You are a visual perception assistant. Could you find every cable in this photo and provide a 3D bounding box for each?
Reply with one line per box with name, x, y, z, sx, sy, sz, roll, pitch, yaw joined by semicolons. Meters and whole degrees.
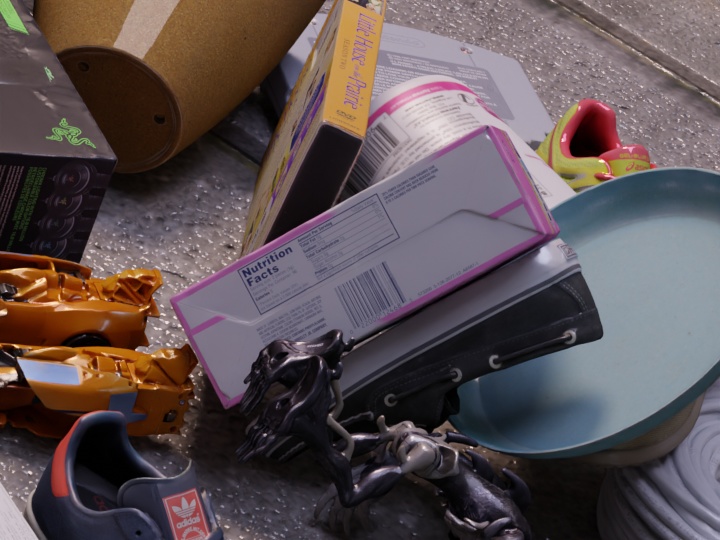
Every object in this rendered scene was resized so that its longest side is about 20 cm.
cable;0.227;0.140;1.532;0.199;0.070;0.200;15;30;-10

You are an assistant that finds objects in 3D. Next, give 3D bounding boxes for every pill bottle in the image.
pill bottle;0.076;-0.015;1.636;0.113;0.114;0.200;-5;40;-39

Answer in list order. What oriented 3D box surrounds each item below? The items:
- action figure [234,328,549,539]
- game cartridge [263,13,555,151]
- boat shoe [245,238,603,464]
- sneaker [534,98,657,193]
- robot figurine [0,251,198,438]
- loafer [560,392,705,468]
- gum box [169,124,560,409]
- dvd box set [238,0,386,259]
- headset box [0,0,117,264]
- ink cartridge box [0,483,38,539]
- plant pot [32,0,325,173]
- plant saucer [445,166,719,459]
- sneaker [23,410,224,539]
action figure;0.019;0.118;1.401;0.200;0.102;0.119;41;13;-23
game cartridge;0.027;-0.117;1.851;0.199;0.041;0.134;9;36;-23
boat shoe;0.033;0.054;1.452;0.057;0.199;0.069;61;13;5
sneaker;0.156;-0.031;1.739;0.078;0.091;0.201;6;37;-31
robot figurine;-0.190;0.033;1.431;0.199;0.058;0.145;7;32;-27
loafer;0.159;0.036;1.524;0.075;0.069;0.200;5;32;30
gum box;0.000;0.000;1.464;0.066;0.199;0.113;62;7;2
dvd box set;-0.030;-0.067;1.617;0.029;0.147;0.200;23;28;-8
headset box;-0.249;-0.077;1.538;0.199;0.093;0.174;3;35;-32
ink cartridge box;-0.235;0.077;1.234;0.162;0.050;0.200;52;15;24
plant pot;-0.122;-0.155;1.694;0.185;0.187;0.201;21;43;-2
plant saucer;0.131;0.026;1.476;0.027;0.199;0.201;53;12;-34
sneaker;-0.083;0.142;1.300;0.200;0.085;0.075;41;34;28
